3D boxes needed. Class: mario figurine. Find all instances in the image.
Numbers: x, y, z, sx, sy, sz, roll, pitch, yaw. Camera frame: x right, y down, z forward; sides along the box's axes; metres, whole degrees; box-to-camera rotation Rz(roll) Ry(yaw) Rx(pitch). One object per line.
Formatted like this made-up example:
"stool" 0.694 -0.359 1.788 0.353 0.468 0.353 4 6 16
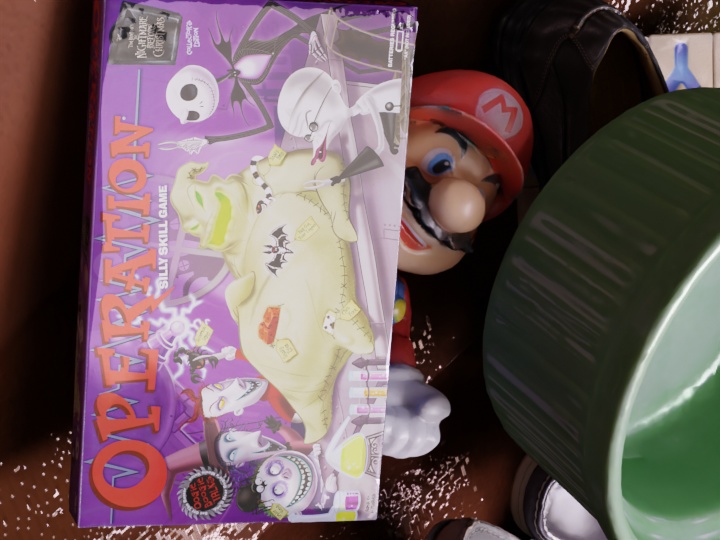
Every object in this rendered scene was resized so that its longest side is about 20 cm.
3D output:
"mario figurine" 0.000 0.000 0.859 0.200 0.106 0.123 -49 152 -11

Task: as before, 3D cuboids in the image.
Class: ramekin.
"ramekin" 0.146 0.022 0.890 0.200 0.098 0.200 -22 129 -29

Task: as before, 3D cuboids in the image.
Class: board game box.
"board game box" -0.045 -0.003 0.804 0.120 0.032 0.200 1 103 -13

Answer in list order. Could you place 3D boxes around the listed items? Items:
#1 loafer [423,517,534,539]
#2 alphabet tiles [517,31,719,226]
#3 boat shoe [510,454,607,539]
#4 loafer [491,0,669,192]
"loafer" 0.109 0.180 0.982 0.200 0.063 0.072 48 45 -21
"alphabet tiles" 0.153 -0.011 1.016 0.166 0.006 0.200 -4 97 -17
"boat shoe" 0.170 0.112 1.000 0.200 0.065 0.072 8 103 -19
"loafer" 0.119 -0.028 0.957 0.073 0.072 0.200 -32 112 -15
